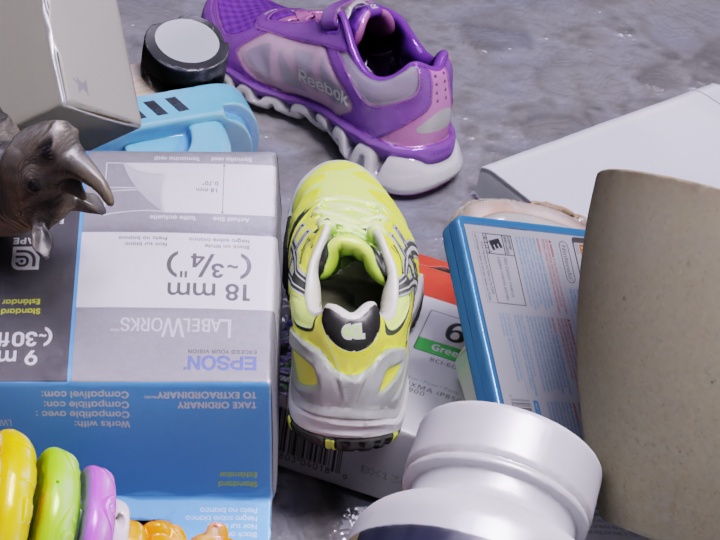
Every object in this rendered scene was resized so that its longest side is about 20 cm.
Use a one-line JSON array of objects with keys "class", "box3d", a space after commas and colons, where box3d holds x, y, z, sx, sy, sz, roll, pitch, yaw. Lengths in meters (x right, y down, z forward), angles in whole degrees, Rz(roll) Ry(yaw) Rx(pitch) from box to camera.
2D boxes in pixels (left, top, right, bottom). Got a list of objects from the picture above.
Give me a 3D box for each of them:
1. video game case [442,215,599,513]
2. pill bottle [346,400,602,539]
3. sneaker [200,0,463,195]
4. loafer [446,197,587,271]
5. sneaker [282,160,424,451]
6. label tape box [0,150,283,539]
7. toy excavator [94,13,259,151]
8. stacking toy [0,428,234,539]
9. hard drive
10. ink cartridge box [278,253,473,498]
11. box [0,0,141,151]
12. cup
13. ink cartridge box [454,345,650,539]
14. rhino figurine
[{"class": "video game case", "box3d": [0.138, 0.049, 1.106, 0.199, 0.018, 0.144, 6, 59, -30]}, {"class": "pill bottle", "box3d": [0.035, 0.158, 0.937, 0.110, 0.111, 0.201, 15, 59, 7]}, {"class": "sneaker", "box3d": [-0.015, -0.129, 1.380, 0.200, 0.089, 0.080, 33, 44, 30]}, {"class": "loafer", "box3d": [0.112, 0.008, 1.194, 0.199, 0.072, 0.063, 27, 26, -36]}, {"class": "sneaker", "box3d": [0.000, 0.000, 1.137, 0.075, 0.077, 0.200, 3, 36, -7]}, {"class": "label tape box", "box3d": [-0.109, 0.040, 1.090, 0.143, 0.063, 0.201, 0, 56, -1]}, {"class": "toy excavator", "box3d": [-0.127, -0.026, 1.222, 0.193, 0.100, 0.200, -13, 51, -25]}, {"class": "stacking toy", "box3d": [-0.141, 0.115, 1.012, 0.199, 0.117, 0.110, 12, 9, -14]}, {"class": "hard drive", "box3d": [0.184, -0.047, 1.369, 0.199, 0.027, 0.132, -21, 46, -34]}, {"class": "ink cartridge box", "box3d": [0.023, 0.034, 1.202, 0.108, 0.051, 0.200, 17, 38, 9]}, {"class": "box", "box3d": [-0.212, -0.078, 1.172, 0.068, 0.199, 0.083, 16, 59, -59]}, {"class": "cup", "box3d": [0.174, 0.057, 1.005, 0.199, 0.144, 0.200, 20, -2, 1]}, {"class": "ink cartridge box", "box3d": [0.145, 0.118, 1.111, 0.160, 0.050, 0.201, 6, 53, -30]}, {"class": "rhino figurine", "box3d": [-0.185, -0.058, 1.070, 0.199, 0.088, 0.060, 18, 38, 33]}]
